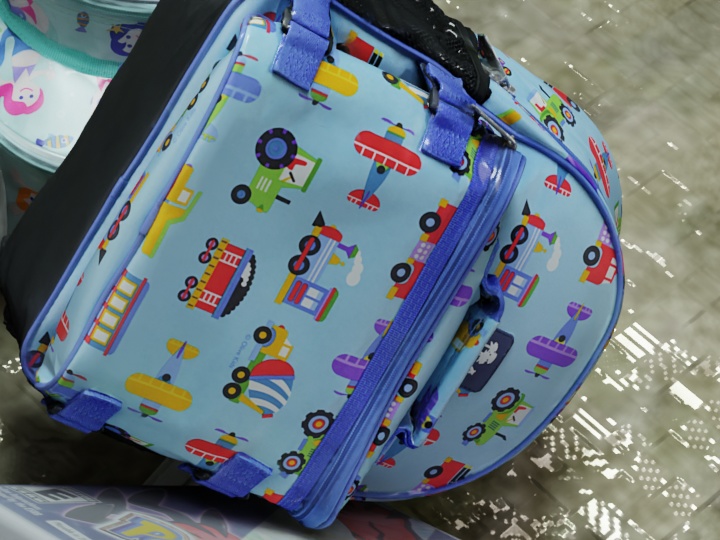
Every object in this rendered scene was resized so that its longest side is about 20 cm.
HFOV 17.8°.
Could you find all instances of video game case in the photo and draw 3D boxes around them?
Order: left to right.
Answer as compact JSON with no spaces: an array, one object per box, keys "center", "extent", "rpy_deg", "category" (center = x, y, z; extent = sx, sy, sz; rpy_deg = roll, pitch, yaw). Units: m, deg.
[{"center":[-0.002,0.107,0.720],"extent":[0.182,0.023,0.200],"rpy_deg":[6,10,-46],"category":"video game case"}]

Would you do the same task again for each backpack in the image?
[{"center":[-0.082,-0.092,0.908],"extent":[0.177,0.151,0.200],"rpy_deg":[0,55,-15],"category":"backpack"},{"center":[0.000,0.000,0.785],"extent":[0.200,0.183,0.135],"rpy_deg":[30,14,-23],"category":"backpack"}]

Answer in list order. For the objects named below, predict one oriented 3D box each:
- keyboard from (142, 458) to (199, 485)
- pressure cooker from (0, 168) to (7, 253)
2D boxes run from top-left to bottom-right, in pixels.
[{"center":[-0.068,0.105,0.824],"extent":[0.056,0.011,0.200],"rpy_deg":[31,50,14],"category":"keyboard"},{"center":[-0.222,-0.023,0.784],"extent":[0.176,0.200,0.179],"rpy_deg":[40,75,-1],"category":"pressure cooker"}]
